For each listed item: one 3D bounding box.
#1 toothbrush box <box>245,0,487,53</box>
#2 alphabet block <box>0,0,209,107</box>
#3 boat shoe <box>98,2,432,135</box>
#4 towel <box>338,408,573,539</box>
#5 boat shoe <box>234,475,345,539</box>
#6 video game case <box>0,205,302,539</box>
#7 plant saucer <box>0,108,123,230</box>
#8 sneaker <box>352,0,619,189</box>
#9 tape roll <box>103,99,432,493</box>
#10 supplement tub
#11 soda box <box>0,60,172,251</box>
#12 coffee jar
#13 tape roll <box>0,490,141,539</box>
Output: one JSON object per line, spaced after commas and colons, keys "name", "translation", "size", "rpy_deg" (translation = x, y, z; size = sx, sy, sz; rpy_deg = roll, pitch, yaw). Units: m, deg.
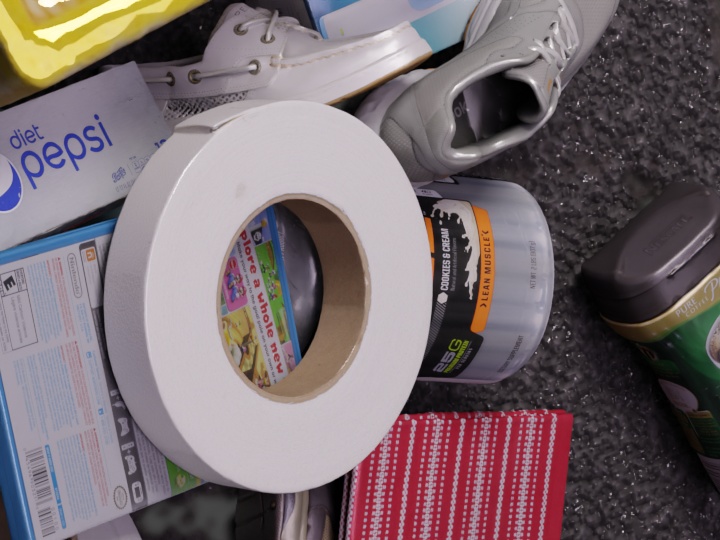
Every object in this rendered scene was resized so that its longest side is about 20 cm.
{"name": "toothbrush box", "translation": [0.028, -0.204, 1.410], "size": [0.199, 0.085, 0.147], "rpy_deg": [-26, 106, -25]}
{"name": "alphabet block", "translation": [-0.159, -0.204, 1.232], "size": [0.195, 0.200, 0.197], "rpy_deg": [-32, 100, -22]}
{"name": "boat shoe", "translation": [-0.059, -0.112, 1.326], "size": [0.071, 0.199, 0.070], "rpy_deg": [-26, 101, -68]}
{"name": "towel", "translation": [0.056, 0.155, 1.457], "size": [0.199, 0.022, 0.146], "rpy_deg": [2, 94, -47]}
{"name": "boat shoe", "translation": [-0.032, 0.206, 1.420], "size": [0.073, 0.074, 0.201], "rpy_deg": [4, 94, -28]}
{"name": "video game case", "translation": [-0.108, 0.044, 1.233], "size": [0.199, 0.018, 0.144], "rpy_deg": [-18, 101, -44]}
{"name": "plant saucer", "translation": [-0.182, 0.005, 1.303], "size": [0.200, 0.039, 0.202], "rpy_deg": [25, 44, -26]}
{"name": "sneaker", "translation": [0.091, -0.109, 1.349], "size": [0.200, 0.092, 0.076], "rpy_deg": [-43, 115, -26]}
{"name": "tape roll", "translation": [-0.044, 0.012, 1.250], "size": [0.202, 0.037, 0.204], "rpy_deg": [-3, 95, -43]}
{"name": "supplement tub", "translation": [0.000, 0.000, 1.391], "size": [0.199, 0.122, 0.123], "rpy_deg": [4, 93, -28]}
{"name": "soda box", "translation": [-0.182, -0.044, 1.255], "size": [0.200, 0.063, 0.069], "rpy_deg": [-30, 93, -50]}
{"name": "coffee jar", "translation": [0.225, 0.046, 1.535], "size": [0.104, 0.085, 0.200], "rpy_deg": [-41, 112, -15]}
{"name": "tape roll", "translation": [-0.223, 0.163, 1.220], "size": [0.202, 0.203, 0.139], "rpy_deg": [28, 117, -27]}
